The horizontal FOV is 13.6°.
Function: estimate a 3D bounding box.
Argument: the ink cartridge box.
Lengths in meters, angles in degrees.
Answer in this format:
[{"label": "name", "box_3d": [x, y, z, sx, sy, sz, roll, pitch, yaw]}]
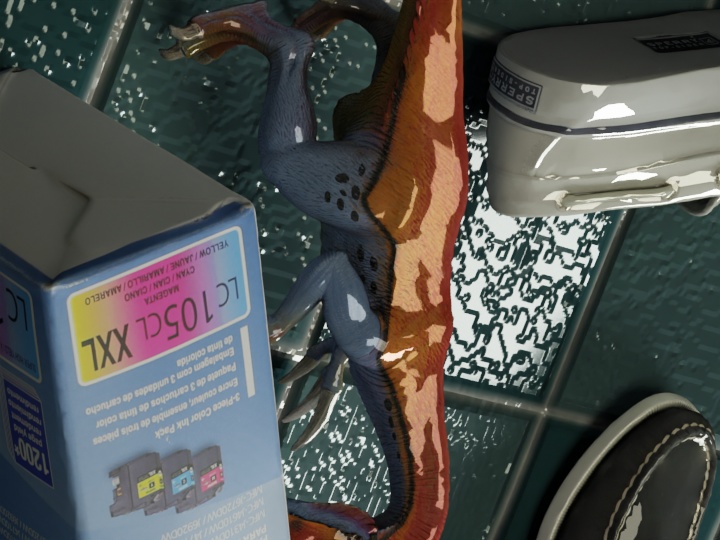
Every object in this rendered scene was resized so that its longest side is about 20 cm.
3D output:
[{"label": "ink cartridge box", "box_3d": [-0.086, 0.058, 0.913, 0.076, 0.136, 0.201, -23, 122, -28]}]

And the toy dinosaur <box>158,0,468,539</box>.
[{"label": "toy dinosaur", "box_3d": [0.000, 0.000, 0.946, 0.105, 0.200, 0.182, -10, 72, -47]}]

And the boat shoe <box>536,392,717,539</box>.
[{"label": "boat shoe", "box_3d": [0.090, 0.145, 1.150, 0.074, 0.060, 0.201, 29, 90, -42]}]

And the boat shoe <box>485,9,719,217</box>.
[{"label": "boat shoe", "box_3d": [0.130, -0.051, 1.088, 0.199, 0.072, 0.066, -8, 119, -36]}]
